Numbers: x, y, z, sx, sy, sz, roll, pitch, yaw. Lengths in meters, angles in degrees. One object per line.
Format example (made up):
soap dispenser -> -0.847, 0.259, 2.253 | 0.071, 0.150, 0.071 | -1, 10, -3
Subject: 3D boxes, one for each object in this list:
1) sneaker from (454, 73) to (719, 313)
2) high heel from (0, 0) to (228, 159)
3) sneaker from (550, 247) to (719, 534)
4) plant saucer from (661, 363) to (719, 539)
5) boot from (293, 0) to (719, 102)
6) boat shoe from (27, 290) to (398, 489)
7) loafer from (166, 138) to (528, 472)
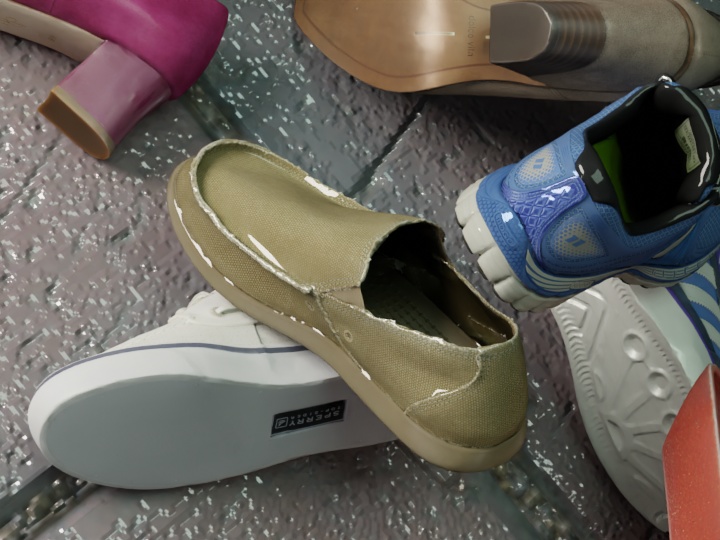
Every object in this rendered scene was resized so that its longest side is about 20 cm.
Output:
sneaker -> 0.130, -0.037, 0.870 | 0.200, 0.089, 0.079 | -21, 81, -51
high heel -> -0.154, -0.150, 0.926 | 0.200, 0.067, 0.096 | 48, 65, -16
sneaker -> 0.164, 0.014, 0.993 | 0.146, 0.080, 0.201 | -24, 88, -42
plant saucer -> 0.181, 0.174, 0.881 | 0.200, 0.037, 0.200 | 50, 31, -42
boot -> 0.084, -0.114, 0.987 | 0.146, 0.199, 0.071 | 1, 103, -44
boat shoe -> -0.054, 0.042, 0.892 | 0.199, 0.071, 0.070 | -8, 43, -24
loafer -> 0.000, 0.000, 0.860 | 0.200, 0.068, 0.076 | 38, 40, 21
